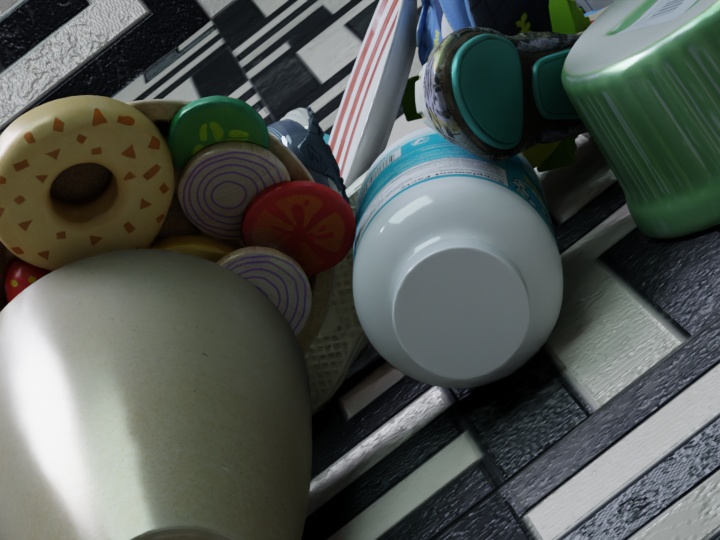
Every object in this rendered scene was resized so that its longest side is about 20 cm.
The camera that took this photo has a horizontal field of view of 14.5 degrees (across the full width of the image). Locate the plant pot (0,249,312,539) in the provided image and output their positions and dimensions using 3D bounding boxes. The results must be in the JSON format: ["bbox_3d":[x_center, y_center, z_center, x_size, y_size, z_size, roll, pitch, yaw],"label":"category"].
[{"bbox_3d":[-0.100,0.117,1.399,0.187,0.188,0.200,-36,27,7],"label":"plant pot"}]

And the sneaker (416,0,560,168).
[{"bbox_3d":[0.064,-0.147,1.622,0.082,0.201,0.074,23,53,36],"label":"sneaker"}]

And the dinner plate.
[{"bbox_3d":[0.004,-0.094,1.708,0.200,0.024,0.202,-162,90,-85],"label":"dinner plate"}]

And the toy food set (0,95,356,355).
[{"bbox_3d":[-0.103,0.000,1.483,0.196,0.201,0.049,2,24,-12],"label":"toy food set"}]

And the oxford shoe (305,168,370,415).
[{"bbox_3d":[0.000,0.000,1.642,0.200,0.075,0.058,-55,4,23],"label":"oxford shoe"}]

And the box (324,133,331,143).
[{"bbox_3d":[-0.041,-0.013,1.857,0.200,0.049,0.083,-62,-10,-62],"label":"box"}]

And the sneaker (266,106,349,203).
[{"bbox_3d":[-0.068,-0.028,1.578,0.086,0.078,0.200,-18,-9,-24],"label":"sneaker"}]

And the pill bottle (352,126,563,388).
[{"bbox_3d":[0.050,-0.005,1.501,0.111,0.111,0.200,-36,13,10],"label":"pill bottle"}]

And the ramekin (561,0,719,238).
[{"bbox_3d":[0.202,-0.117,1.499,0.199,0.098,0.200,-36,13,9],"label":"ramekin"}]

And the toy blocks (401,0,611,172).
[{"bbox_3d":[0.142,-0.129,1.741,0.199,0.101,0.137,-13,10,29],"label":"toy blocks"}]

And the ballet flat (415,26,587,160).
[{"bbox_3d":[0.069,-0.094,1.526,0.072,0.072,0.200,-31,-12,28],"label":"ballet flat"}]

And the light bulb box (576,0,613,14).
[{"bbox_3d":[0.112,-0.225,1.917,0.124,0.200,0.198,-36,13,9],"label":"light bulb box"}]
